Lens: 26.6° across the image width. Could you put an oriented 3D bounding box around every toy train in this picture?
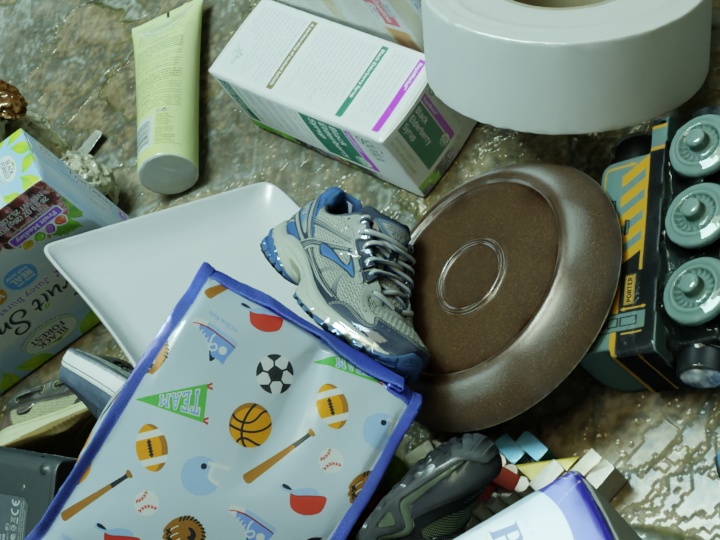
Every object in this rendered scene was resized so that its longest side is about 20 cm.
[{"bbox_3d":[0.200,-0.013,0.978,0.114,0.085,0.200,-14,55,36],"label":"toy train"}]

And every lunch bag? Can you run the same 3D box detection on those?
[{"bbox_3d":[-0.079,0.118,0.948,0.170,0.124,0.200,31,97,-4],"label":"lunch bag"}]

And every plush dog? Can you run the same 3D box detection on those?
[{"bbox_3d":[-0.323,-0.103,1.288,0.200,0.172,0.161,-23,52,19],"label":"plush dog"}]

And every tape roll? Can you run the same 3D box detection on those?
[{"bbox_3d":[0.143,-0.174,1.056,0.202,0.071,0.203,-4,35,3],"label":"tape roll"}]

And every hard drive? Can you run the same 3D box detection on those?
[{"bbox_3d":[-0.298,0.200,1.146,0.200,0.033,0.140,4,88,33],"label":"hard drive"}]

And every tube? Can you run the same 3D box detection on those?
[{"bbox_3d":[-0.165,-0.155,1.311,0.058,0.052,0.200,4,50,-14],"label":"tube"}]

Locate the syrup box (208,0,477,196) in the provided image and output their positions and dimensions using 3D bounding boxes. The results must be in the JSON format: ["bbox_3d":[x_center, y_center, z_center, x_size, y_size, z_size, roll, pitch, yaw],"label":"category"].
[{"bbox_3d":[-0.015,-0.137,1.183,0.200,0.079,0.081,27,78,39],"label":"syrup box"}]

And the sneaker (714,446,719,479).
[{"bbox_3d":[0.291,0.071,0.860,0.200,0.090,0.078,-26,51,17],"label":"sneaker"}]

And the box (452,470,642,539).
[{"bbox_3d":[0.086,0.230,0.826,0.200,0.184,0.105,-31,49,10],"label":"box"}]

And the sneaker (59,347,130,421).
[{"bbox_3d":[-0.159,0.159,1.048,0.202,0.077,0.146,38,87,9],"label":"sneaker"}]

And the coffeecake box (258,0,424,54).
[{"bbox_3d":[-0.005,-0.226,1.182,0.200,0.154,0.073,26,77,39],"label":"coffeecake box"}]

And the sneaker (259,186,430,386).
[{"bbox_3d":[0.000,0.000,1.017,0.085,0.077,0.200,-47,38,4],"label":"sneaker"}]

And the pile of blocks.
[{"bbox_3d":[0.065,0.133,0.978,0.200,0.062,0.082,-16,55,22],"label":"pile of blocks"}]

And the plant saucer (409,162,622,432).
[{"bbox_3d":[0.080,0.009,1.008,0.200,0.032,0.200,-27,46,32],"label":"plant saucer"}]

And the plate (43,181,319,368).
[{"bbox_3d":[-0.102,0.016,1.118,0.200,0.032,0.200,-19,42,-28],"label":"plate"}]

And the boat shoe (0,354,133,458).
[{"bbox_3d":[-0.198,0.095,1.155,0.200,0.073,0.065,-19,59,20],"label":"boat shoe"}]

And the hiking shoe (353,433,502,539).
[{"bbox_3d":[0.042,0.186,0.923,0.101,0.076,0.200,39,119,9],"label":"hiking shoe"}]

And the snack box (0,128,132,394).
[{"bbox_3d":[-0.286,0.004,1.201,0.200,0.169,0.068,-34,53,8],"label":"snack box"}]
